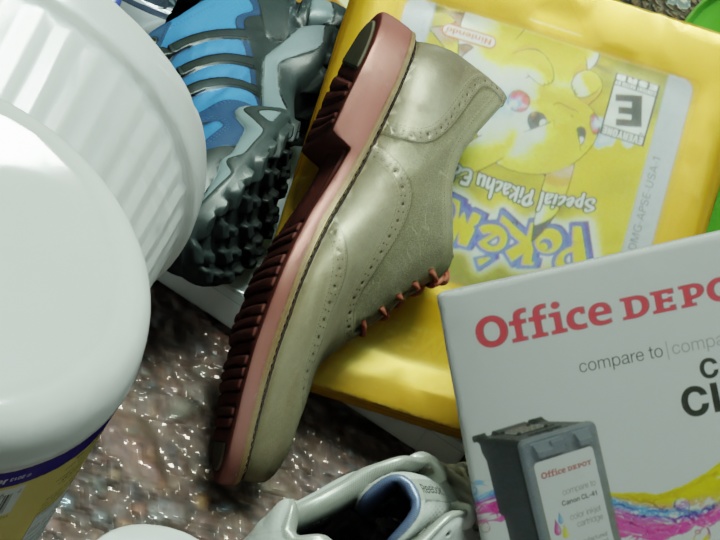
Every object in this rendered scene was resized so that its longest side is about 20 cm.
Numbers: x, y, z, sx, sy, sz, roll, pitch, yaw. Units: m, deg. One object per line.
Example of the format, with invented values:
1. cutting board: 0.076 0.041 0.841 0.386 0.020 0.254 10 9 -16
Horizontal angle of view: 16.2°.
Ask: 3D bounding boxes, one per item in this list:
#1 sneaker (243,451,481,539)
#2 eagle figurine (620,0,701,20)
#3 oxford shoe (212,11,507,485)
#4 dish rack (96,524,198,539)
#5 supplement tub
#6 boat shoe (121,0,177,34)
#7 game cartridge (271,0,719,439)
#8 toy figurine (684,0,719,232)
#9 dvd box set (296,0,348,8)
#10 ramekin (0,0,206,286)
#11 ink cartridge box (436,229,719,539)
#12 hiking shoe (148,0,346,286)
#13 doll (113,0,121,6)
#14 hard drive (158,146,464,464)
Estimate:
1. sneaker: 0.024 0.108 0.979 0.200 0.087 0.075 -17 57 -47
2. eagle figurine: 0.133 -0.125 1.229 0.200 0.151 0.152 38 11 -19
3. oxford shoe: 0.000 0.000 1.016 0.075 0.200 0.070 24 -4 -12
4. dish rack: -0.072 0.191 0.842 0.172 0.044 0.200 40 43 9
5. supplement tub: -0.164 0.049 0.806 0.145 0.200 0.145 17 45 -18
6. boat shoe: -0.114 -0.173 1.182 0.200 0.091 0.071 27 24 -7
7. game cartridge: 0.060 -0.028 1.074 0.176 0.032 0.200 17 77 -3
8. toy figurine: 0.200 -0.018 1.184 0.150 0.200 0.184 20 1 37
9. dvd box set: -0.028 -0.168 1.222 0.200 0.029 0.146 50 22 -9
10. ramekin: -0.163 -0.025 0.914 0.202 0.202 0.094 25 51 -10
11. ink cartridge box: 0.123 0.090 0.944 0.086 0.148 0.200 -6 84 -65
12. hiking shoe: -0.068 -0.060 1.085 0.087 0.074 0.200 17 32 4
13. doll: -0.136 -0.172 1.110 0.136 0.048 0.200 10 79 12
14. hard drive: -0.019 -0.007 1.128 0.200 0.027 0.132 33 37 1
